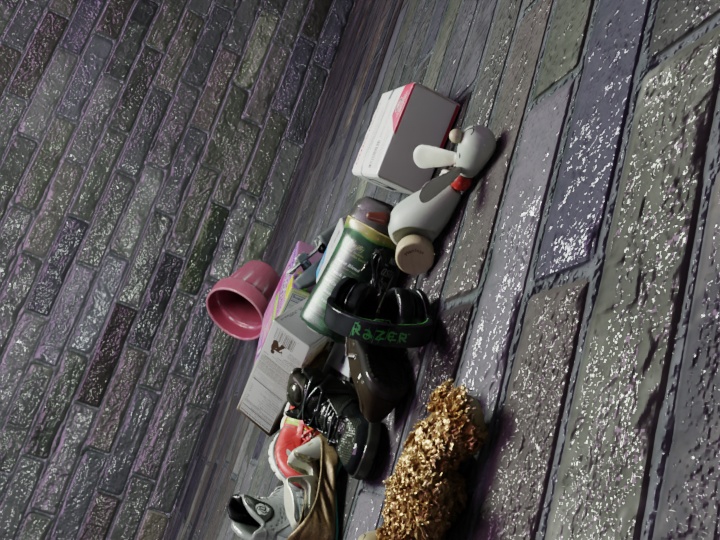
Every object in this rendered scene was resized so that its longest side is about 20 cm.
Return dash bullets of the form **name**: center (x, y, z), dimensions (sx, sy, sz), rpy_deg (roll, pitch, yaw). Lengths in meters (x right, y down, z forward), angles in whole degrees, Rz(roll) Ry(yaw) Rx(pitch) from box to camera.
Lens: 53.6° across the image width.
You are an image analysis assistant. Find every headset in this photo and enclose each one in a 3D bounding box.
- **headset**: center (0.023, 0.034, 0.824), dimensions (0.200, 0.121, 0.096), rpy_deg (-95, 15, -80)

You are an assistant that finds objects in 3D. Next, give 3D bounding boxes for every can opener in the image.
- **can opener**: center (-0.056, -0.041, 1.330), dimensions (0.199, 0.067, 0.053), rpy_deg (-40, 2, -22)

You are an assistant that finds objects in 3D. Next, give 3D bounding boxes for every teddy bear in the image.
- **teddy bear**: center (0.047, 0.186, 0.605), dimensions (0.145, 0.066, 0.202), rpy_deg (-114, 47, -76)

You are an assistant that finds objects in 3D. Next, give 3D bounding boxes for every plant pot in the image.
- **plant pot**: center (-0.332, 0.074, 2.120), dimensions (0.201, 0.198, 0.180), rpy_deg (-54, 4, 46)

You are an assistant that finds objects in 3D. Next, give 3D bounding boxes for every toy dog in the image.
- **toy dog**: center (0.077, -0.099, 0.874), dimensions (0.132, 0.095, 0.202), rpy_deg (-107, 40, -69)

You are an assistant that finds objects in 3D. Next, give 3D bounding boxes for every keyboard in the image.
- **keyboard**: center (-0.022, 0.132, 1.113), dimensions (0.200, 0.011, 0.057), rpy_deg (177, 108, -76)

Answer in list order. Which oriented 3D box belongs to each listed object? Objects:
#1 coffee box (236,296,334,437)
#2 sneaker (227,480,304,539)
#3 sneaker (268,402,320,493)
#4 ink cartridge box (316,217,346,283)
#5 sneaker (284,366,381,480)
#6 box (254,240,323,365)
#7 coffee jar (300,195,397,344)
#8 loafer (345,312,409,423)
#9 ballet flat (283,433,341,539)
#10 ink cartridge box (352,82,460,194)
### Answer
- **coffee box**: center (-0.116, 0.159, 1.176), dimensions (0.113, 0.079, 0.202), rpy_deg (-32, -28, -56)
- **sneaker**: center (-0.130, 0.326, 1.002), dimensions (0.200, 0.114, 0.076), rpy_deg (-136, 69, -76)
- **sneaker**: center (-0.082, 0.233, 1.056), dimensions (0.085, 0.076, 0.201), rpy_deg (-54, 18, 29)
- **ink cartridge box**: center (-0.023, 0.004, 1.183), dimensions (0.201, 0.066, 0.117), rpy_deg (-99, 34, -67)
- **sneaker**: center (-0.039, 0.182, 0.869), dimensions (0.200, 0.113, 0.077), rpy_deg (-117, 49, -71)
- **box**: center (-0.125, 0.079, 1.421), dimensions (0.177, 0.095, 0.202), rpy_deg (-90, 25, -58)
- **coffee jar**: center (0.000, 0.000, 1.002), dimensions (0.104, 0.085, 0.202), rpy_deg (16, -79, -60)
- **loafer**: center (0.008, 0.110, 0.869), dimensions (0.201, 0.072, 0.072), rpy_deg (-94, 27, -66)
- **ballet flat**: center (-0.061, 0.269, 0.907), dimensions (0.201, 0.071, 0.068), rpy_deg (-85, 21, -51)
- **ink cartridge box**: center (0.064, -0.202, 1.116), dimensions (0.200, 0.083, 0.147), rpy_deg (-143, 75, -76)
